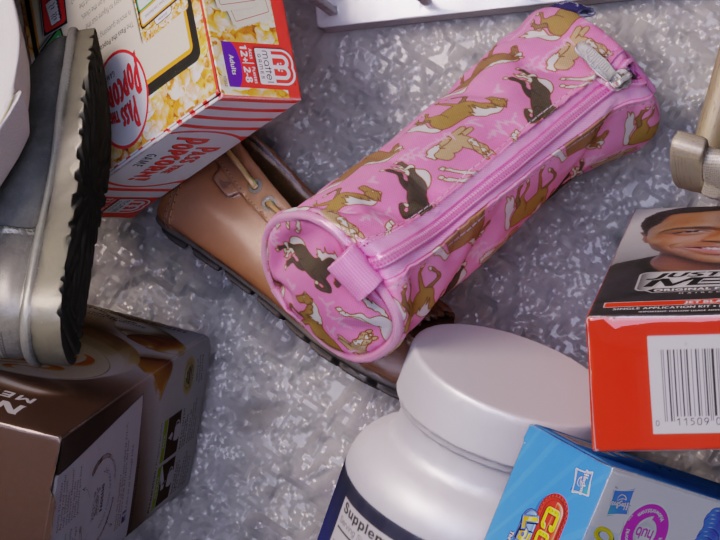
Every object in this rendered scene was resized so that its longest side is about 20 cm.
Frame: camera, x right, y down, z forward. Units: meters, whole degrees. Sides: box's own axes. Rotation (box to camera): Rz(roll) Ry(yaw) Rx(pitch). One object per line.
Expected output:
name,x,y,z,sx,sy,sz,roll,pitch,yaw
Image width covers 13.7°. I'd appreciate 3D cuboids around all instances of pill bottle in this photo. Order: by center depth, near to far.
pill bottle,0.036,0.132,1.315,0.115,0.116,0.201,24,110,12

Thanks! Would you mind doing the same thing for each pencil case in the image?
pencil case,0.045,-0.039,1.325,0.083,0.087,0.200,35,55,26

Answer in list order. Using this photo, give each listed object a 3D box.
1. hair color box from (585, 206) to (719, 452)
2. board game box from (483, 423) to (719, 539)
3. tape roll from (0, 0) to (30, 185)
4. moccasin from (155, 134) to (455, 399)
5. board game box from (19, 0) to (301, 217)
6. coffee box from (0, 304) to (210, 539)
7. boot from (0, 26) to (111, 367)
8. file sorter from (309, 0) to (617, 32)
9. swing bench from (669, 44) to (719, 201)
hair color box,0.157,0.021,1.282,0.101,0.200,0.062,-2,103,11
board game box,0.120,0.185,1.277,0.056,0.199,0.197,27,96,51
tape roll,-0.239,-0.080,1.263,0.202,0.037,0.204,-1,60,1
moccasin,0.001,0.000,1.389,0.201,0.074,0.078,37,101,22
board game box,-0.103,-0.143,1.375,0.151,0.046,0.201,-30,66,50
coffee box,-0.154,0.074,1.337,0.114,0.200,0.080,13,105,12
boot,-0.214,-0.034,1.296,0.199,0.073,0.182,2,53,9
file sorter,0.063,-0.197,1.363,0.199,0.125,0.140,-5,84,10
swing bench,0.259,-0.095,1.300,0.198,0.130,0.201,17,80,13
